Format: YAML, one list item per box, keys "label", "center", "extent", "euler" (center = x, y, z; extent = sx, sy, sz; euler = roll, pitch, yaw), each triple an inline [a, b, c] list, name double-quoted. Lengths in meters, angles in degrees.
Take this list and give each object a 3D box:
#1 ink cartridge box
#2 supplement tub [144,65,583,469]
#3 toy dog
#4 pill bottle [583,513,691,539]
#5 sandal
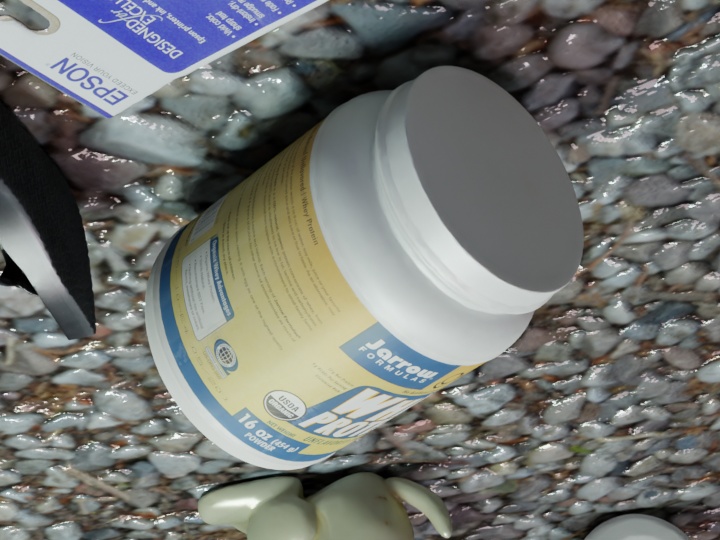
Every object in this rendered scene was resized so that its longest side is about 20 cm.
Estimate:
- label: "ink cartridge box"
  center: [-0.089, -0.155, 0.766]
  extent: [0.198, 0.047, 0.197]
  euler: [-22, 150, 25]
- label: "supplement tub"
  center: [0.000, 0.000, 0.958]
  extent: [0.144, 0.146, 0.199]
  euler: [17, 142, -39]
- label: "toy dog"
  center: [-0.015, 0.259, 1.355]
  extent: [0.192, 0.202, 0.140]
  euler: [-13, 152, 8]
- label: "pill bottle"
  center: [0.213, 0.289, 1.566]
  extent: [0.112, 0.114, 0.201]
  euler: [-4, 150, -8]
- label: "sandal"
  center: [-0.179, -0.037, 0.923]
  extent: [0.042, 0.077, 0.201]
  euler: [-16, 140, 9]
